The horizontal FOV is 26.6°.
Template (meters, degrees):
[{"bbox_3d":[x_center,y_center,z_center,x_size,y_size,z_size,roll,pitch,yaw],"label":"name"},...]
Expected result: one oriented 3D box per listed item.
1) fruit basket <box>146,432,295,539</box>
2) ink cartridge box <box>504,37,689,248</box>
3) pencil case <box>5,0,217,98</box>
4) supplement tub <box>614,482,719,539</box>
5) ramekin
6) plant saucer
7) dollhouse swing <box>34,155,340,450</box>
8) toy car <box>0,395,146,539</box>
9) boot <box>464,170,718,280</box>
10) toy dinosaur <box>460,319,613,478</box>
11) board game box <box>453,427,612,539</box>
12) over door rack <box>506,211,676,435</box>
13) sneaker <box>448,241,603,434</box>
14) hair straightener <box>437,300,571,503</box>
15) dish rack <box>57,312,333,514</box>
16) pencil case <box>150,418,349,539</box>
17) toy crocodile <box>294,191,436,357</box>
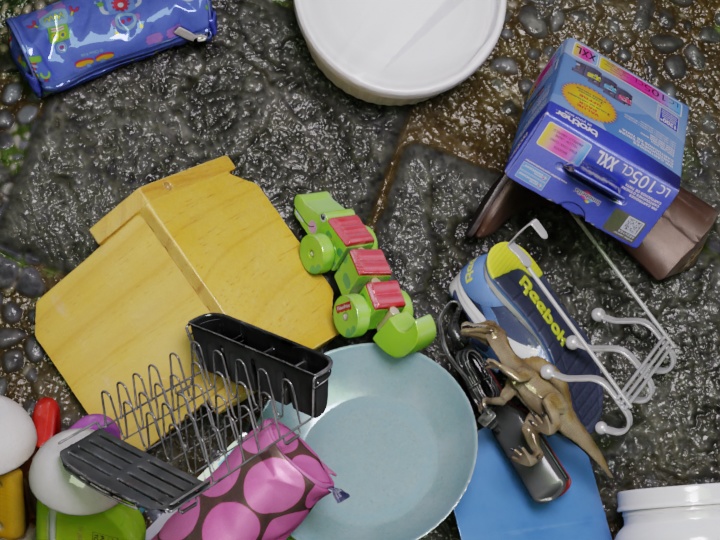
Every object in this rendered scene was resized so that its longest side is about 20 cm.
[{"bbox_3d":[-0.096,0.271,1.328,0.200,0.094,0.185,44,78,7],"label":"fruit basket"},{"bbox_3d":[0.209,-0.108,1.337,0.136,0.076,0.200,29,36,-4],"label":"ink cartridge box"},{"bbox_3d":[-0.227,-0.224,1.420,0.200,0.078,0.087,-20,58,-8],"label":"pencil case"},{"bbox_3d":[0.297,0.291,1.335,0.140,0.140,0.200,-3,79,-6],"label":"supplement tub"},{"bbox_3d":[0.033,-0.248,1.443,0.202,0.094,0.203,1,78,-5],"label":"ramekin"},{"bbox_3d":[0.005,0.160,1.331,0.201,0.039,0.201,-6,59,9],"label":"plant saucer"},{"bbox_3d":[-0.161,0.040,1.397,0.200,0.176,0.182,54,37,6],"label":"dollhouse swing"},{"bbox_3d":[-0.264,0.180,1.307,0.200,0.175,0.150,18,36,12],"label":"toy car"},{"bbox_3d":[0.223,-0.043,1.438,0.200,0.064,0.186,41,76,-1],"label":"boot"},{"bbox_3d":[0.162,0.120,1.320,0.200,0.058,0.101,48,37,-5],"label":"toy dinosaur"},{"bbox_3d":[0.150,0.238,1.379,0.158,0.039,0.200,-3,69,-29],"label":"board game box"},{"bbox_3d":[0.199,0.032,1.349,0.067,0.148,0.200,-23,98,33],"label":"over door rack"},{"bbox_3d":[0.154,0.069,1.406,0.074,0.082,0.200,-39,101,-47],"label":"sneaker"},{"bbox_3d":[0.124,0.116,1.352,0.041,0.077,0.200,-28,82,11],"label":"hair straightener"},{"bbox_3d":[-0.134,0.113,1.203,0.200,0.153,0.055,-31,126,-39],"label":"dish rack"},{"bbox_3d":[-0.109,0.220,1.257,0.200,0.094,0.091,-44,66,6],"label":"pencil case"},{"bbox_3d":[0.000,0.000,1.380,0.067,0.062,0.200,-5,51,-36],"label":"toy crocodile"}]
